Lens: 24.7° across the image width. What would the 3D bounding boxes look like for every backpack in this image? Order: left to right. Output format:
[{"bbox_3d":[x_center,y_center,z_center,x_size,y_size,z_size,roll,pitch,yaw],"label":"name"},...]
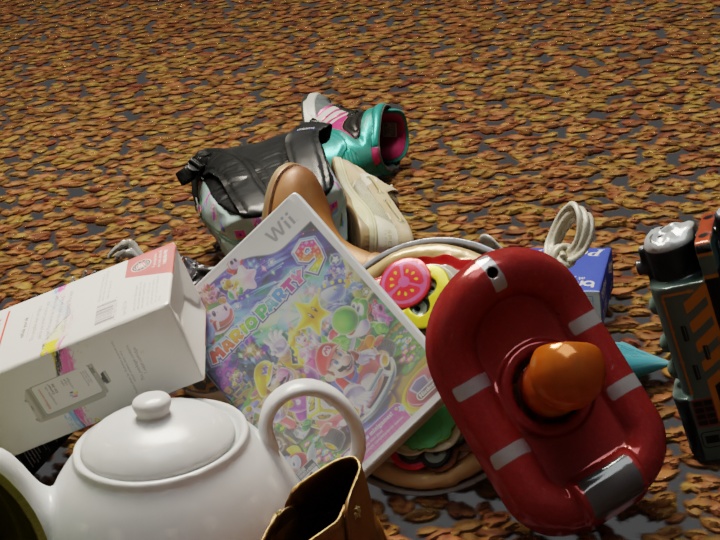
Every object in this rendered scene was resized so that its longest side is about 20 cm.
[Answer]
[{"bbox_3d":[-0.079,-0.059,1.623,0.165,0.128,0.200,-22,25,-7],"label":"backpack"}]

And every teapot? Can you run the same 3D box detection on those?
[{"bbox_3d":[-0.125,0.149,1.110,0.196,0.148,0.200,9,26,32],"label":"teapot"}]

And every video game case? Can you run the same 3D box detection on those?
[{"bbox_3d":[-0.038,0.060,1.227,0.143,0.018,0.200,-43,69,2],"label":"video game case"}]

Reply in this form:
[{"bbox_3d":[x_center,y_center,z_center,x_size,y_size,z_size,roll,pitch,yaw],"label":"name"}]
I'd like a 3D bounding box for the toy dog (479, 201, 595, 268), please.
[{"bbox_3d":[0.098,0.021,1.323,0.095,0.133,0.200,16,-28,-23],"label":"toy dog"}]

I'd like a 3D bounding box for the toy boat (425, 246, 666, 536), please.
[{"bbox_3d":[0.131,0.076,1.124,0.130,0.201,0.131,-29,-10,-15],"label":"toy boat"}]

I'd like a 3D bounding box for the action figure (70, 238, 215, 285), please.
[{"bbox_3d":[-0.193,0.031,1.369,0.199,0.103,0.119,-34,2,17],"label":"action figure"}]

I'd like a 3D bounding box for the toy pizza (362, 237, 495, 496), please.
[{"bbox_3d":[0.049,0.068,1.234,0.198,0.203,0.032,3,-17,22],"label":"toy pizza"}]

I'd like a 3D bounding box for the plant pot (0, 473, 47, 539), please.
[{"bbox_3d":[-0.315,0.187,1.041,0.198,0.203,0.192,-16,13,-23],"label":"plant pot"}]

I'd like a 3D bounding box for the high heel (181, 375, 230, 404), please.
[{"bbox_3d":[-0.093,0.041,1.346,0.071,0.144,0.199,13,1,-29],"label":"high heel"}]

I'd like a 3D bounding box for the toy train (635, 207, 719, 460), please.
[{"bbox_3d":[0.273,0.048,1.194,0.113,0.202,0.085,-13,21,22],"label":"toy train"}]

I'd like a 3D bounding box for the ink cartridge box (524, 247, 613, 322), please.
[{"bbox_3d":[0.126,0.017,1.491,0.197,0.045,0.094,0,25,15],"label":"ink cartridge box"}]

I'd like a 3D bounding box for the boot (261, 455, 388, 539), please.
[{"bbox_3d":[0.006,0.176,1.012,0.070,0.146,0.201,7,26,28],"label":"boot"}]

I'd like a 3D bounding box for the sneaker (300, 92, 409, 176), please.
[{"bbox_3d":[-0.005,-0.160,1.895,0.119,0.084,0.201,-11,30,2],"label":"sneaker"}]

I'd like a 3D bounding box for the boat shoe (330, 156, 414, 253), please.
[{"bbox_3d":[0.008,-0.061,1.684,0.064,0.073,0.200,-2,24,-12],"label":"boat shoe"}]

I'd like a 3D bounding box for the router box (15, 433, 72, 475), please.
[{"bbox_3d":[-0.319,0.113,1.310,0.199,0.051,0.149,13,50,41],"label":"router box"}]

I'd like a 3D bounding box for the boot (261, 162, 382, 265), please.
[{"bbox_3d":[0.000,0.000,1.338,0.073,0.203,0.154,-12,0,-43],"label":"boot"}]

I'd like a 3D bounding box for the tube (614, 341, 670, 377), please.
[{"bbox_3d":[0.153,0.086,1.323,0.198,0.051,0.077,-12,22,-25],"label":"tube"}]

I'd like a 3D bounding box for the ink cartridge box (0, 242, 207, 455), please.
[{"bbox_3d":[-0.214,0.064,1.192,0.198,0.068,0.117,-21,23,5],"label":"ink cartridge box"}]
